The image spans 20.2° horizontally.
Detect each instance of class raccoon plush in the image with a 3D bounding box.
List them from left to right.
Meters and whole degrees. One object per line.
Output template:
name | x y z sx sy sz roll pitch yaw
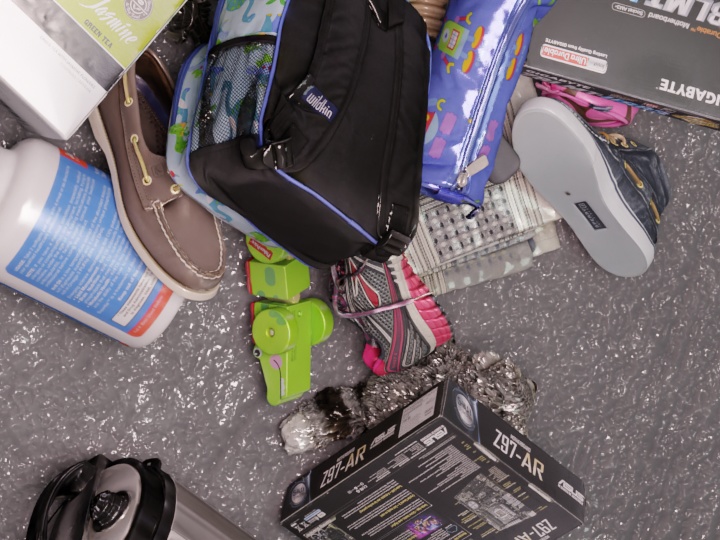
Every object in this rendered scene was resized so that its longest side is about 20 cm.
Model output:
raccoon plush | 0.049 0.126 1.637 0.199 0.134 0.097 -31 108 -16

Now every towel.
towel | 0.075 -0.081 1.674 0.191 0.034 0.202 -19 104 -23

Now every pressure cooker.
pressure cooker | -0.172 0.240 1.539 0.200 0.176 0.179 39 78 -25

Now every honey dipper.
honey dipper | 0.066 -0.290 1.651 0.038 0.038 0.202 10 90 -23

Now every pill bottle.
pill bottle | -0.228 -0.031 1.518 0.199 0.112 0.113 28 85 -24

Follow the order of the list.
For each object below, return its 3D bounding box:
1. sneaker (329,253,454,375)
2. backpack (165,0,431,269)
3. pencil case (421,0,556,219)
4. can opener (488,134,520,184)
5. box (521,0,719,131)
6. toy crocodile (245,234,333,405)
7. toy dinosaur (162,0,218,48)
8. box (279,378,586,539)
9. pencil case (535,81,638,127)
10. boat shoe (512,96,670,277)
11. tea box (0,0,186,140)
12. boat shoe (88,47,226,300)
sneaker | 0.000 0.000 1.593 0.074 0.081 0.201 -35 116 -3
backpack | -0.044 -0.121 1.460 0.183 0.146 0.201 33 59 -43
pencil case | 0.087 -0.144 1.551 0.078 0.087 0.201 17 98 -29
can opener | 0.046 -0.139 1.614 0.067 0.053 0.200 -42 112 -6
box | 0.234 -0.233 1.631 0.198 0.050 0.200 15 84 -11
toy crocodile | -0.065 0.008 1.619 0.067 0.061 0.202 -22 113 -55
toy dinosaur | -0.078 -0.163 1.576 0.136 0.102 0.201 53 47 -39
box | 0.058 0.189 1.628 0.160 0.200 0.044 37 39 -21
pencil case | 0.218 -0.222 1.694 0.093 0.091 0.201 22 85 -22
boat shoe | 0.194 -0.092 1.689 0.201 0.070 0.091 53 46 -35
tea box | -0.239 -0.236 1.478 0.200 0.133 0.197 44 80 -21
boat shoe | -0.144 -0.074 1.496 0.071 0.060 0.201 0 57 -43
